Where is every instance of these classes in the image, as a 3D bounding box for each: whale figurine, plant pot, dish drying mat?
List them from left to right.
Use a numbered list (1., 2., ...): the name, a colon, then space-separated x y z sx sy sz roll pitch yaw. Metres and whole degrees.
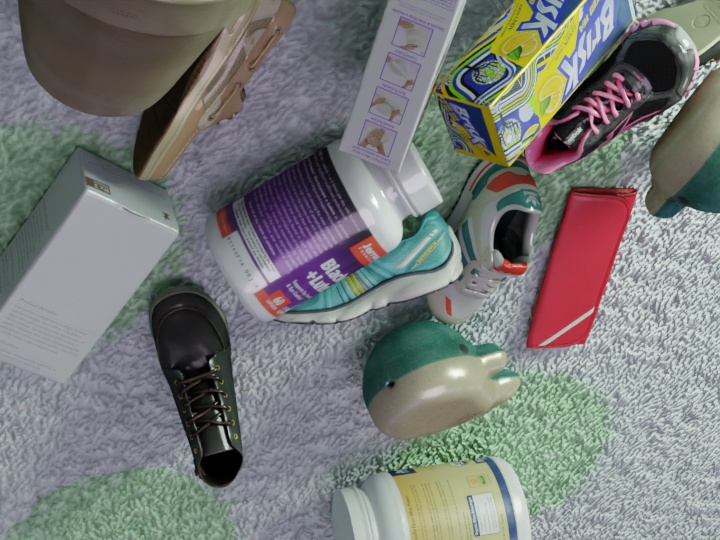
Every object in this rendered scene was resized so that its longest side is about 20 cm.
1. plant pot: -0.177 -0.213 1.037 0.198 0.202 0.174 5 142 -22
2. whale figurine: 0.084 0.109 1.452 0.159 0.105 0.199 -37 155 30
3. dish drying mat: 0.228 0.001 1.447 0.076 0.018 0.201 -1 129 -17
4. whale figurine: 0.325 -0.105 1.268 0.103 0.200 0.160 36 84 4

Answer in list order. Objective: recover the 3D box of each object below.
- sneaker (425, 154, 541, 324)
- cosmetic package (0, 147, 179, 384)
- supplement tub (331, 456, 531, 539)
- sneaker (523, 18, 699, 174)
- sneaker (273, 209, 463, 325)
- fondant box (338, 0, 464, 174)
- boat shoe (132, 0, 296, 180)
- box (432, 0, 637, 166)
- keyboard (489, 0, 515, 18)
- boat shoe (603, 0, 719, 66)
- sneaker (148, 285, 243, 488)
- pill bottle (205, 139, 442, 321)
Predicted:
1. sneaker: 0.120 -0.012 1.350 0.070 0.094 0.201 8 125 -24
2. cosmetic package: -0.260 -0.001 1.248 0.101 0.074 0.200 26 115 -34
3. supplement tub: 0.076 0.290 1.553 0.198 0.145 0.145 -6 130 -14
4. sneaker: 0.213 -0.143 1.221 0.079 0.095 0.200 49 142 -1
5. sneaker: 0.000 0.000 1.347 0.198 0.078 0.080 -20 96 9
6. fondant box: 0.049 -0.201 1.130 0.058 0.145 0.201 20 124 2
7. boat shoe: -0.125 -0.150 1.168 0.064 0.072 0.201 22 118 -31
8. box: 0.150 -0.183 1.173 0.200 0.064 0.070 -49 138 -23
9. keyboard: 0.145 -0.238 1.227 0.056 0.011 0.200 -30 132 7
10. boat shoe: 0.313 -0.213 1.260 0.200 0.074 0.063 -32 138 15
11. sneaker: -0.150 0.113 1.355 0.074 0.107 0.201 -17 132 -4
12. pill bottle: -0.031 -0.048 1.257 0.199 0.112 0.112 -30 132 8
